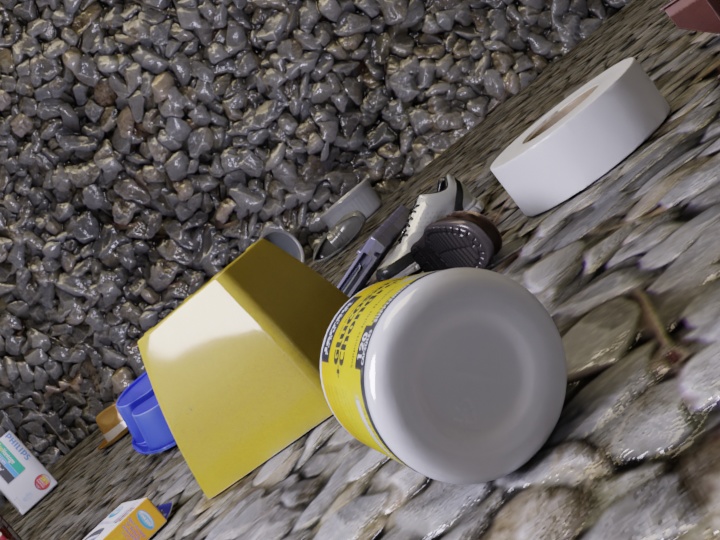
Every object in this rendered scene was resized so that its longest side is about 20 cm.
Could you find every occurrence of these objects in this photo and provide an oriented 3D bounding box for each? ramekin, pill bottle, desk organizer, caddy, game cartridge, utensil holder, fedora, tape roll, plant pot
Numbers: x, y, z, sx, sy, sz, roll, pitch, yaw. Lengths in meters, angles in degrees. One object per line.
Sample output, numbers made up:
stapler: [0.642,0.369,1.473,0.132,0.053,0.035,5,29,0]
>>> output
ramekin: [-0.026,-0.195,3.080,0.200,0.098,0.200,-39,5,4]
pill bottle: [0.036,0.059,0.584,0.112,0.112,0.200,-40,6,-12]
desk organizer: [0.483,-0.369,1.231,0.200,0.077,0.072,-42,6,-22]
caddy: [-0.308,0.220,1.615,0.200,0.106,0.141,-41,28,-26]
game cartridge: [0.000,0.000,1.432,0.201,0.038,0.130,-55,0,34]
utensil holder: [-0.303,-0.020,3.151,0.170,0.170,0.200,-43,6,-40]
fedora: [-0.629,0.382,2.510,0.200,0.082,0.201,-39,6,5]
tape roll: [0.245,-0.150,1.087,0.202,0.071,0.202,-39,5,4]
plant pot: [-0.117,0.086,1.043,0.199,0.177,0.200,-36,6,22]

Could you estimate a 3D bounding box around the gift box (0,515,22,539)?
gift box: [-0.488,0.371,1.132,0.187,0.200,0.184,-42,1,-20]

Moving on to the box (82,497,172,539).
box: [-0.294,0.319,1.060,0.200,0.042,0.119,-45,8,-31]

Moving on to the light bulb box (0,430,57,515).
light bulb box: [-0.934,0.546,2.616,0.125,0.199,0.200,-43,5,-21]

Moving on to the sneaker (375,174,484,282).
sneaker: [0.085,-0.057,1.364,0.200,0.080,0.074,-44,9,-24]

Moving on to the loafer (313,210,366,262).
loafer: [-0.058,-0.088,2.627,0.200,0.070,0.070,-45,6,34]

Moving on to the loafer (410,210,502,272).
loafer: [0.110,-0.038,1.062,0.071,0.073,0.200,-41,6,-13]
